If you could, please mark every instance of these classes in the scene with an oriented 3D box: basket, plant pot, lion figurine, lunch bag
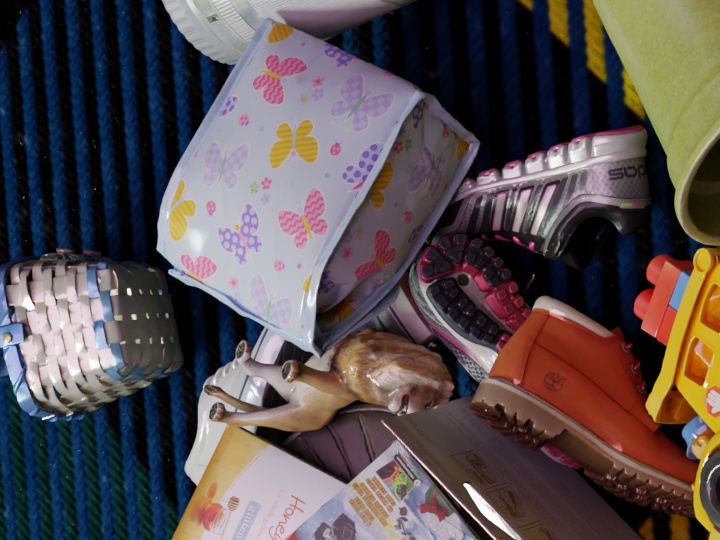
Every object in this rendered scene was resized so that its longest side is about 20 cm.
[{"bbox_3d":[-0.261,0.058,1.825,0.198,0.176,0.140,-18,83,15],"label":"basket"},{"bbox_3d":[0.251,-0.151,1.453,0.201,0.199,0.185,-48,57,28],"label":"plant pot"},{"bbox_3d":[-0.025,0.087,1.659,0.199,0.122,0.073,-18,58,55],"label":"lion figurine"},{"bbox_3d":[-0.039,-0.055,1.592,0.169,0.127,0.201,26,82,35],"label":"lunch bag"}]

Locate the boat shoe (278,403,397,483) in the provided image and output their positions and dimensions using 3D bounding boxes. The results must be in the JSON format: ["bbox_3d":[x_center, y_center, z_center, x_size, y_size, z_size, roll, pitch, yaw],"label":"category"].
[{"bbox_3d":[-0.037,0.167,1.740,0.199,0.068,0.072,-28,68,15],"label":"boat shoe"}]

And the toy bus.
[{"bbox_3d":[0.261,0.077,1.495,0.192,0.135,0.202,32,114,43],"label":"toy bus"}]

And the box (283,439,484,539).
[{"bbox_3d":[0.041,0.245,1.601,0.137,0.040,0.200,-40,72,4],"label":"box"}]

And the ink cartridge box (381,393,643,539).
[{"bbox_3d":[0.113,0.177,1.564,0.200,0.176,0.045,46,116,21],"label":"ink cartridge box"}]

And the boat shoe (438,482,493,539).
[{"bbox_3d":[0.112,0.214,1.648,0.071,0.072,0.202,-19,71,4],"label":"boat shoe"}]

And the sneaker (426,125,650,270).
[{"bbox_3d":[0.132,-0.037,1.600,0.199,0.074,0.088,-21,81,33],"label":"sneaker"}]

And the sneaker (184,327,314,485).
[{"bbox_3d":[-0.095,0.102,1.769,0.071,0.073,0.201,33,112,24],"label":"sneaker"}]

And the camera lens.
[{"bbox_3d":[-0.041,-0.256,1.650,0.199,0.159,0.161,-19,83,35],"label":"camera lens"}]

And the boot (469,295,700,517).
[{"bbox_3d":[0.187,0.099,1.555,0.199,0.075,0.108,32,71,-7],"label":"boot"}]

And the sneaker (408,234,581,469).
[{"bbox_3d":[0.114,0.059,1.616,0.201,0.080,0.075,52,163,-1],"label":"sneaker"}]

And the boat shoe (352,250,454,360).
[{"bbox_3d":[0.000,0.000,1.696,0.093,0.074,0.201,-43,67,38],"label":"boat shoe"}]

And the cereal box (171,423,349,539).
[{"bbox_3d":[-0.046,0.225,1.673,0.199,0.040,0.145,25,87,21],"label":"cereal box"}]
